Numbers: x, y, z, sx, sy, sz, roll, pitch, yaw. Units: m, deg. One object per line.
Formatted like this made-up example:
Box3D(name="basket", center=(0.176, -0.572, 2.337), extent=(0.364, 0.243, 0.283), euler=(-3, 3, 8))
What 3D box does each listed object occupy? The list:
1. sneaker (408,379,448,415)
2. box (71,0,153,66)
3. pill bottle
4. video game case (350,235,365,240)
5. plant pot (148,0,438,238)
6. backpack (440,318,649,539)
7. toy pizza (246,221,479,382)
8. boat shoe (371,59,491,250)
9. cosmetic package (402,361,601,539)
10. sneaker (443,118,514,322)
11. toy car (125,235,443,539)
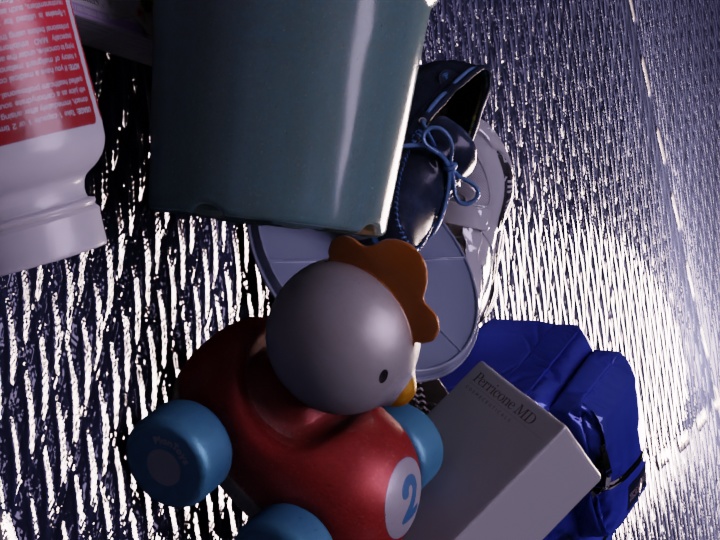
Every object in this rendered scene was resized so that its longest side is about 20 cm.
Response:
Box3D(name="sneaker", center=(0.003, 0.070, 1.309), extent=(0.073, 0.085, 0.201), euler=(-11, 69, -43))
Box3D(name="box", center=(-0.160, -0.162, 1.084), extent=(0.200, 0.041, 0.039), euler=(9, 73, -61))
Box3D(name="pill bottle", center=(-0.197, -0.100, 0.908), extent=(0.112, 0.112, 0.202), euler=(-25, 103, -63))
Box3D(name="video game case", center=(-0.030, -0.139, 1.247), extent=(0.143, 0.017, 0.201), euler=(35, 48, -54))
Box3D(name="plant pot", center=(-0.047, -0.125, 1.070), extent=(0.200, 0.199, 0.198), euler=(6, 91, -62))
Box3D(name="backpack", center=(0.146, 0.165, 1.425), extent=(0.162, 0.167, 0.201), euler=(-36, 124, -48))
Box3D(name="toy pizza", center=(0.000, 0.000, 1.276), extent=(0.199, 0.032, 0.201), euler=(22, 44, -23))
Box3D(name="boat shoe", center=(0.052, -0.094, 1.291), extent=(0.084, 0.068, 0.201), euler=(56, 36, -41))
Box3D(name="cosmetic package", center=(0.056, 0.172, 1.200), extent=(0.200, 0.101, 0.071), euler=(-45, 132, -8))
Box3D(name="sneaker", center=(0.073, -0.019, 1.410), extent=(0.115, 0.075, 0.201), euler=(-56, 152, -54))
Box3D(name="toy car", center=(-0.009, 0.069, 1.071), extent=(0.177, 0.200, 0.184), euler=(43, 35, 8))
